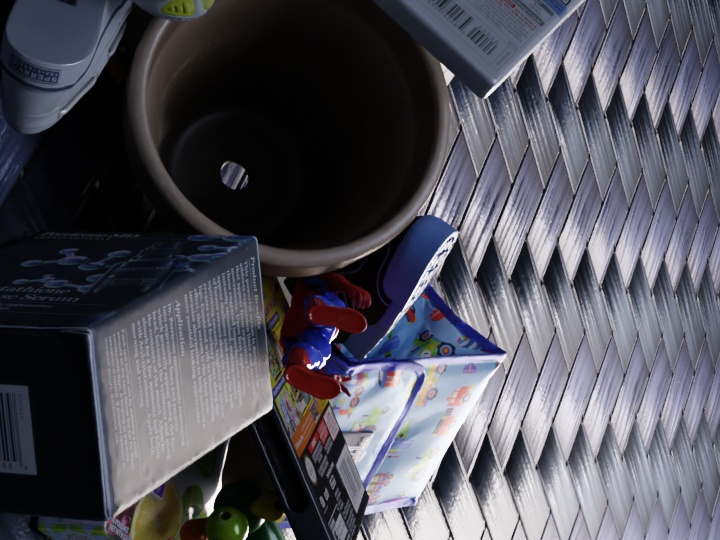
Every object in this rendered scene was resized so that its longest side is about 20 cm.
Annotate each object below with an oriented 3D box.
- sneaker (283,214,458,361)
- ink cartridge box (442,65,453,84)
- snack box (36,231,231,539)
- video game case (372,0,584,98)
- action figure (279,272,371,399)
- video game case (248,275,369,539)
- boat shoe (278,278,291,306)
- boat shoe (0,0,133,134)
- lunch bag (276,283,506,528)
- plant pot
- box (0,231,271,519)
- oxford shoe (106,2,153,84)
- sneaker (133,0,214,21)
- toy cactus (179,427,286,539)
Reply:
[{"bbox_3d":[0.000,0.000,1.553,0.070,0.078,0.200,-52,180,-25],"label":"sneaker"},{"bbox_3d":[0.001,-0.178,1.586,0.085,0.146,0.200,-35,170,-30],"label":"ink cartridge box"},{"bbox_3d":[-0.132,0.094,1.532,0.142,0.053,0.200,52,44,-58],"label":"snack box"},{"bbox_3d":[0.053,-0.223,1.498,0.182,0.200,0.022,-45,176,-38],"label":"video game case"},{"bbox_3d":[-0.023,0.036,1.451,0.200,0.052,0.066,-122,-132,-81],"label":"action figure"},{"bbox_3d":[-0.045,0.090,1.525,0.200,0.025,0.181,-61,129,-81],"label":"video game case"},{"bbox_3d":[-0.050,0.029,1.737,0.063,0.073,0.200,-53,-175,36],"label":"boat shoe"},{"bbox_3d":[-0.174,-0.155,1.427,0.200,0.074,0.065,-66,179,-52],"label":"boat shoe"},{"bbox_3d":[-0.010,0.104,1.720,0.200,0.094,0.151,-13,138,-55],"label":"lunch bag"},{"bbox_3d":[-0.063,-0.078,1.513,0.175,0.200,0.200,140,-39,-68],"label":"plant pot"},{"bbox_3d":[-0.159,0.053,1.334,0.200,0.148,0.107,-32,120,-63],"label":"box"},{"bbox_3d":[-0.113,-0.201,1.539,0.071,0.073,0.200,64,36,-47],"label":"oxford shoe"},{"bbox_3d":[-0.111,-0.244,1.424,0.076,0.105,0.200,4,46,-30],"label":"sneaker"},{"bbox_3d":[-0.062,0.167,1.543,0.200,0.102,0.165,51,36,-59],"label":"toy cactus"}]
